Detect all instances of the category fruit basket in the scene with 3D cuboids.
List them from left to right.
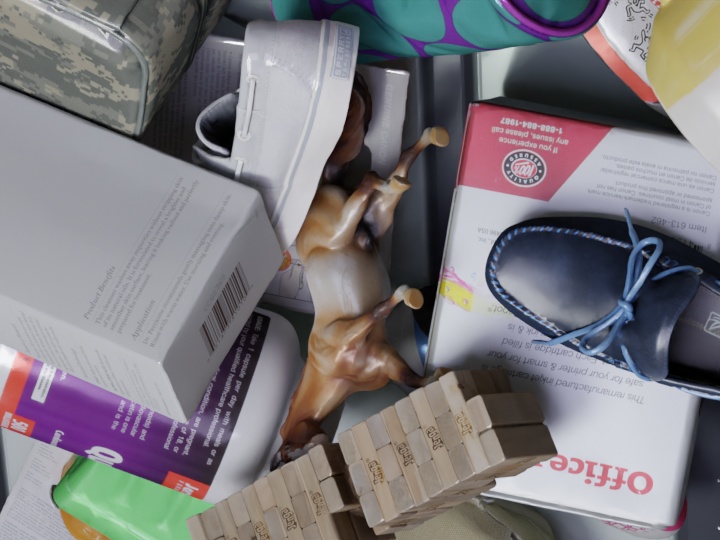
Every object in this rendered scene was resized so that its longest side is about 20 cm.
[{"bbox_3d":[-0.122,0.163,1.669,0.185,0.094,0.200,31,137,2],"label":"fruit basket"}]

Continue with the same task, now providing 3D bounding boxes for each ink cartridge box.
[{"bbox_3d":[-0.074,-0.064,1.553,0.199,0.050,0.162,9,118,7],"label":"ink cartridge box"},{"bbox_3d":[0.115,0.020,1.466,0.145,0.083,0.201,11,98,9],"label":"ink cartridge box"}]

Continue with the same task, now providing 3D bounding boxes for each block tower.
[{"bbox_3d":[0.004,0.112,1.434,0.200,0.058,0.054,-30,72,31],"label":"block tower"}]

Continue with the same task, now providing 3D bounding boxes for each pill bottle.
[{"bbox_3d":[-0.111,0.059,1.544,0.199,0.113,0.113,21,121,-5],"label":"pill bottle"}]

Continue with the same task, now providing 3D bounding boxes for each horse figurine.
[{"bbox_3d":[0.000,0.000,1.472,0.050,0.201,0.132,7,161,-30],"label":"horse figurine"}]

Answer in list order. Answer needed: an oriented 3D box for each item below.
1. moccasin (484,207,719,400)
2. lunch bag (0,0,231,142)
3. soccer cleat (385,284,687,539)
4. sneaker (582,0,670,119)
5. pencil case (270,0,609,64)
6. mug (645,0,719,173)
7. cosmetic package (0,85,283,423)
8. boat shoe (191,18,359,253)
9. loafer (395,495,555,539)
[{"bbox_3d":[0.157,0.019,1.380,0.199,0.068,0.081,16,98,8],"label":"moccasin"},{"bbox_3d":[-0.150,-0.184,1.448,0.199,0.168,0.139,27,159,6],"label":"lunch bag"},{"bbox_3d":[0.092,0.090,1.563,0.200,0.070,0.086,40,126,3],"label":"soccer cleat"},{"bbox_3d":[0.148,-0.172,1.408,0.108,0.067,0.202,-36,98,32],"label":"sneaker"},{"bbox_3d":[0.034,-0.149,1.395,0.200,0.092,0.086,-1,78,53],"label":"pencil case"},{"bbox_3d":[0.212,-0.131,1.356,0.153,0.149,0.187,-41,62,18],"label":"mug"},{"bbox_3d":[-0.156,-0.016,1.451,0.199,0.113,0.081,23,159,19],"label":"cosmetic package"},{"bbox_3d":[-0.052,-0.068,1.438,0.068,0.072,0.200,12,158,-8],"label":"boat shoe"},{"bbox_3d":[0.046,0.150,1.548,0.199,0.068,0.076,19,108,-38],"label":"loafer"}]
